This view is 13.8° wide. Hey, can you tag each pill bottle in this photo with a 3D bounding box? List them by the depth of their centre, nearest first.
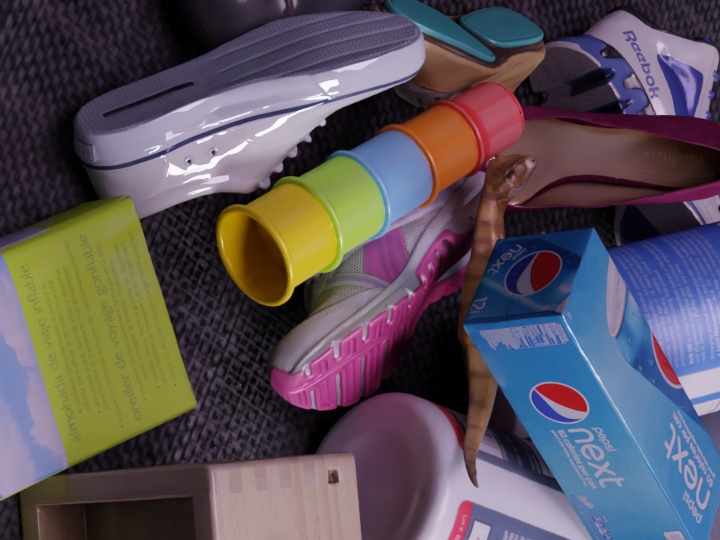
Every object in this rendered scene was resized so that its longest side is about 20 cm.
[{"bbox_3d":[0.073,0.153,1.715,0.200,0.119,0.120,24,68,-40],"label":"pill bottle"},{"bbox_3d":[0.167,0.039,1.790,0.199,0.112,0.113,-13,94,-18],"label":"pill bottle"}]

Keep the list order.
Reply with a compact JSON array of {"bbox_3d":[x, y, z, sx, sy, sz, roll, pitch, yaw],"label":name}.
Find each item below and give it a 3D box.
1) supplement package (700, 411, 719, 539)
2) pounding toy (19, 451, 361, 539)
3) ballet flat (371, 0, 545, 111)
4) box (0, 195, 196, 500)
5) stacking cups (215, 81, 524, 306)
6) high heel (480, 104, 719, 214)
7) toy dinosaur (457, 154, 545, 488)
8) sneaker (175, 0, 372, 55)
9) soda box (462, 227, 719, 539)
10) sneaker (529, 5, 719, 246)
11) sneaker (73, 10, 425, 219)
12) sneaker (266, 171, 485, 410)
[{"bbox_3d":[0.243,0.177,1.873,0.120,0.121,0.201,35,62,-36],"label":"supplement package"},{"bbox_3d":[-0.054,0.189,1.531,0.142,0.199,0.185,-2,86,-44],"label":"pounding toy"},{"bbox_3d":[0.053,-0.119,1.737,0.063,0.069,0.200,-59,159,16],"label":"ballet flat"},{"bbox_3d":[-0.183,0.049,1.532,0.200,0.048,0.122,-24,101,-43],"label":"box"},{"bbox_3d":[0.011,-0.053,1.645,0.200,0.060,0.061,-33,107,-33],"label":"stacking cups"},{"bbox_3d":[0.127,-0.066,1.768,0.199,0.096,0.068,-9,98,-14],"label":"high heel"},{"bbox_3d":[0.072,0.036,1.670,0.106,0.060,0.201,30,60,-56],"label":"toy dinosaur"},{"bbox_3d":[-0.019,-0.157,1.709,0.200,0.075,0.107,-30,110,-33],"label":"sneaker"},{"bbox_3d":[0.132,0.071,1.643,0.200,0.064,0.068,58,40,-35],"label":"soda box"},{"bbox_3d":[0.198,-0.088,1.894,0.115,0.080,0.200,-44,113,-36],"label":"sneaker"},{"bbox_3d":[-0.058,-0.084,1.621,0.199,0.073,0.071,-18,125,-8],"label":"sneaker"},{"bbox_3d":[0.000,0.000,1.694,0.088,0.082,0.200,32,50,14],"label":"sneaker"}]
